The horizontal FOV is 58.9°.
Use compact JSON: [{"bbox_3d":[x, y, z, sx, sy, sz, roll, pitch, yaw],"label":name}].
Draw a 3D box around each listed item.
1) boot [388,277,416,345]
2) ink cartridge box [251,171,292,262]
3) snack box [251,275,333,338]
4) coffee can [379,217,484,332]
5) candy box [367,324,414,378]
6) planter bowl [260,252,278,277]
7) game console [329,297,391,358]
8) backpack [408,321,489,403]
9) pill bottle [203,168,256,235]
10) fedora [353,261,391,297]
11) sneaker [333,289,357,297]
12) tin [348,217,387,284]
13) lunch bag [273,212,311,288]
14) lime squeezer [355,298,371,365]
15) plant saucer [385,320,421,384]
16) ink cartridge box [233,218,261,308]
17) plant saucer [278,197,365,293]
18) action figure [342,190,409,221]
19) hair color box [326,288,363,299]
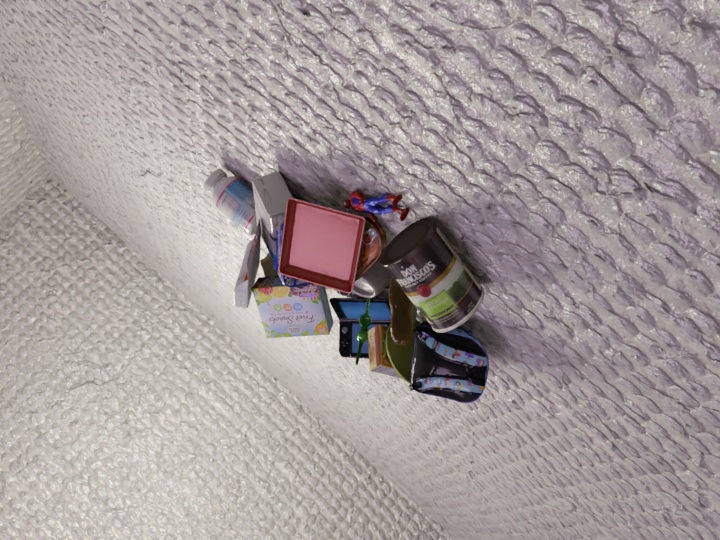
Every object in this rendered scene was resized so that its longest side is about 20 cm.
[{"bbox_3d":[0.114,0.073,1.625,0.070,0.206,0.155,3,-173,8],"label":"boot"},{"bbox_3d":[-0.227,-0.141,1.727,0.146,0.083,0.202,60,160,30],"label":"ink cartridge box"},{"bbox_3d":[-0.188,0.100,1.794,0.195,0.068,0.172,-3,119,15],"label":"snack box"},{"bbox_3d":[0.156,0.010,1.381,0.201,0.147,0.145,49,156,-18],"label":"coffee can"},{"bbox_3d":[0.114,0.231,1.745,0.197,0.118,0.055,18,144,-31],"label":"candy box"},{"bbox_3d":[-0.221,0.008,1.884,0.200,0.132,0.205,165,90,-80],"label":"planter bowl"},{"bbox_3d":[0.014,0.167,1.819,0.195,0.176,0.118,0,177,20],"label":"game console"},{"bbox_3d":[0.233,0.226,1.577,0.196,0.134,0.188,9,99,31],"label":"backpack"},{"bbox_3d":[-0.369,-0.207,1.899,0.199,0.109,0.109,41,157,4],"label":"pill bottle"},{"bbox_3d":[0.000,0.000,1.680,0.198,0.091,0.178,36,156,17],"label":"fedora"},{"bbox_3d":[-0.065,-0.015,1.770,0.200,0.086,0.077,46,146,-3],"label":"sneaker"},{"bbox_3d":[-0.013,-0.048,1.573,0.113,0.042,0.200,51,127,5],"label":"tin"},{"bbox_3d":[-0.147,-0.053,1.642,0.076,0.156,0.205,-133,40,-56],"label":"lunch bag"},{"bbox_3d":[0.013,0.160,1.749,0.037,0.205,0.071,13,170,-11],"label":"lime squeezer"},{"bbox_3d":[0.139,0.223,1.707,0.200,0.201,0.031,45,131,-7],"label":"plant saucer"},{"bbox_3d":[-0.311,-0.021,1.745,0.046,0.163,0.202,9,141,-1],"label":"ink cartridge box"},{"bbox_3d":[-0.093,-0.064,1.547,0.195,0.037,0.204,15,116,8],"label":"plant saucer"},{"bbox_3d":[0.024,-0.148,1.452,0.198,0.052,0.066,15,150,51],"label":"action figure"},{"bbox_3d":[-0.063,0.032,1.872,0.198,0.064,0.112,35,157,15],"label":"hair color box"}]
